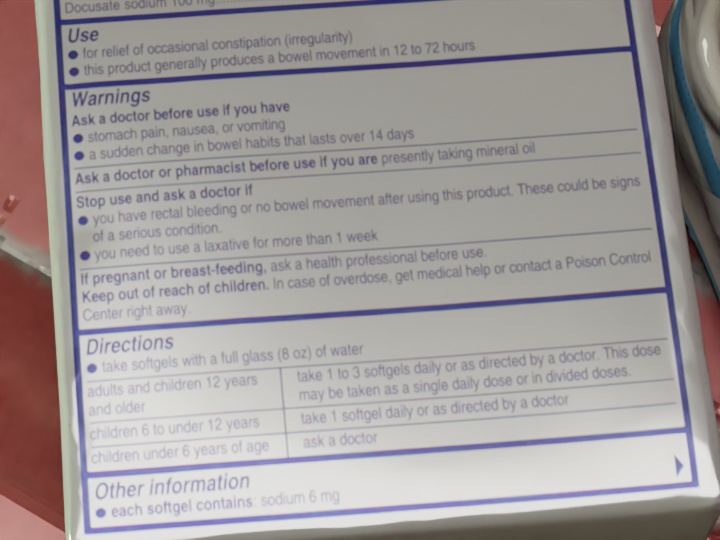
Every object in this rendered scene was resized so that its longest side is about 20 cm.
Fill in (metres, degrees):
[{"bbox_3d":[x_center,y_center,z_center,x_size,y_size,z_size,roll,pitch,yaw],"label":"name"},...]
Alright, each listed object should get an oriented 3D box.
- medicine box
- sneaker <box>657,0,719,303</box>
[{"bbox_3d":[0.000,0.000,0.847,0.182,0.103,0.200,-4,67,-4],"label":"medicine box"},{"bbox_3d":[0.148,-0.009,0.870,0.076,0.081,0.200,-25,71,-14],"label":"sneaker"}]
